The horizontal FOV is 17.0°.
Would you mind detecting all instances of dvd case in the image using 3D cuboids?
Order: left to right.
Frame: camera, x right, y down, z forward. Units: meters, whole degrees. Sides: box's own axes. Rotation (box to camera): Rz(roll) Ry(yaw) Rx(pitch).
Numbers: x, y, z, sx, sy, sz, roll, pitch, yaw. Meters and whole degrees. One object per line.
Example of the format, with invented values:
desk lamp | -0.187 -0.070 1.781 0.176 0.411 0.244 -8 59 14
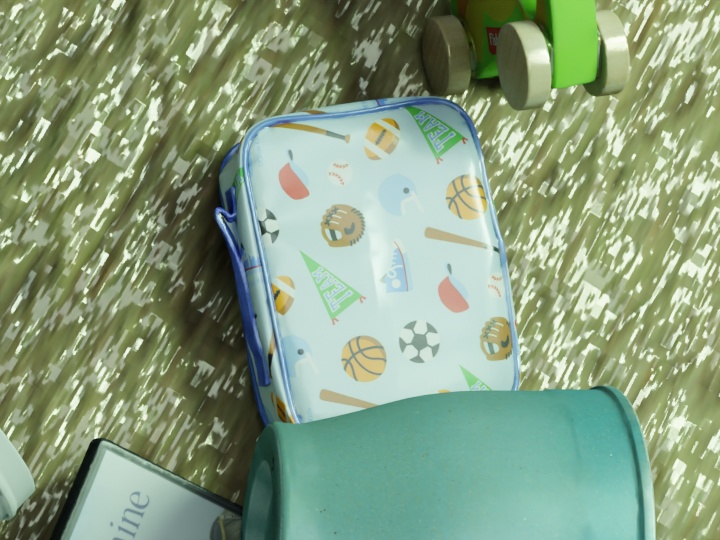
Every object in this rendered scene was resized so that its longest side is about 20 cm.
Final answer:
dvd case | -0.086 0.195 1.300 0.199 0.018 0.144 29 73 -23

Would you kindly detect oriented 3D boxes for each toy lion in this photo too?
toy lion | 0.077 -0.195 1.360 0.068 0.200 0.193 -11 101 -16

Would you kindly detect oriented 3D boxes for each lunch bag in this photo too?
lunch bag | 0.000 0.000 1.359 0.159 0.076 0.202 -10 83 -15

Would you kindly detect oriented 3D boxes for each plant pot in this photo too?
plant pot | 0.034 0.154 1.260 0.186 0.200 0.202 5 78 -10

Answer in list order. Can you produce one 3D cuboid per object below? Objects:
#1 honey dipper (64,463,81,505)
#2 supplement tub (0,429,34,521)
honey dipper | -0.159 0.205 1.290 0.038 0.038 0.202 15 77 -13
supplement tub | -0.276 0.137 1.212 0.145 0.145 0.200 46 70 -3
